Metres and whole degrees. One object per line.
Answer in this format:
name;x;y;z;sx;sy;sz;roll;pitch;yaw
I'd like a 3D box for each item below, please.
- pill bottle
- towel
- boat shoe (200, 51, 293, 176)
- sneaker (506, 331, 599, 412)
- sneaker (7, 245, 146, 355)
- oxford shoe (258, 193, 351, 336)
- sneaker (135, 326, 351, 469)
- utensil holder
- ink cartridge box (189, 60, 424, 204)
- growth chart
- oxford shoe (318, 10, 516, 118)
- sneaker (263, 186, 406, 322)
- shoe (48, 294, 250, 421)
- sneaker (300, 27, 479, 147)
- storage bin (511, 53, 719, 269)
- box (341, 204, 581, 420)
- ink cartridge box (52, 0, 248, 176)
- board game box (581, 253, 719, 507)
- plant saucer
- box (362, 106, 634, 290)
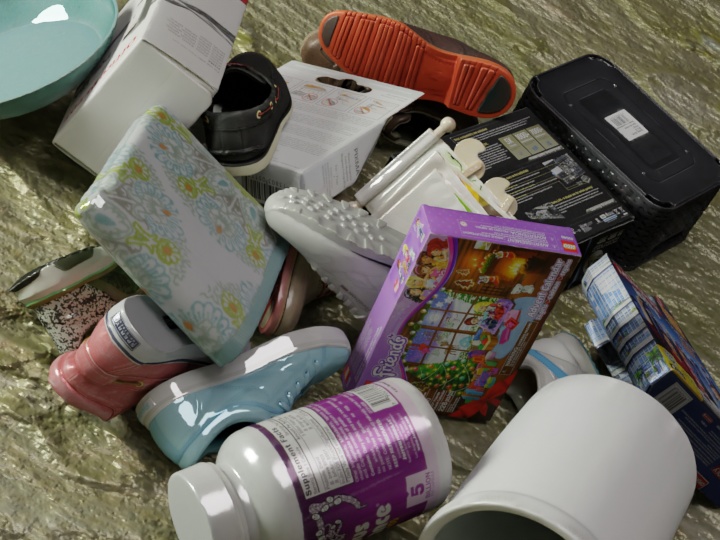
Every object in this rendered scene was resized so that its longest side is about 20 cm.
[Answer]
pill bottle;-0.040;0.161;1.371;0.200;0.112;0.112;-18;58;-25
towel;-0.140;-0.032;1.453;0.171;0.048;0.200;44;26;-14
boat shoe;-0.102;-0.155;1.607;0.074;0.063;0.201;-4;28;5
sneaker;0.190;0.144;1.559;0.081;0.077;0.200;-15;51;-27
sneaker;-0.197;0.019;1.493;0.200;0.077;0.089;-22;93;-43
oxford shoe;-0.035;-0.006;1.584;0.075;0.070;0.200;28;42;-6
sneaker;-0.080;0.110;1.450;0.200;0.074;0.082;-21;69;-32
utensil holder;0.160;0.198;1.411;0.170;0.170;0.200;36;40;9
ink cartridge box;-0.059;-0.126;1.661;0.162;0.057;0.200;18;31;30
growth chart;0.081;-0.022;1.585;0.200;0.145;0.018;59;9;8
oxford shoe;0.054;-0.204;1.753;0.200;0.071;0.073;22;21;-4
sneaker;0.000;0.000;1.527;0.200;0.081;0.076;28;26;-14
shoe;-0.168;0.066;1.442;0.072;0.091;0.200;57;18;13
sneaker;0.026;-0.172;1.778;0.200;0.070;0.076;29;34;-1
storage bin;0.253;-0.113;1.829;0.135;0.094;0.200;-26;64;-42
box;0.081;0.040;1.500;0.137;0.200;0.039;8;40;-20
ink cartridge box;-0.182;-0.185;1.601;0.083;0.147;0.200;36;32;-18
board game box;0.260;0.082;1.606;0.200;0.062;0.200;42;17;-41
plant saucer;-0.303;-0.188;1.591;0.200;0.036;0.200;-12;38;9
box;0.130;-0.051;1.703;0.200;0.086;0.164;-23;62;-42
